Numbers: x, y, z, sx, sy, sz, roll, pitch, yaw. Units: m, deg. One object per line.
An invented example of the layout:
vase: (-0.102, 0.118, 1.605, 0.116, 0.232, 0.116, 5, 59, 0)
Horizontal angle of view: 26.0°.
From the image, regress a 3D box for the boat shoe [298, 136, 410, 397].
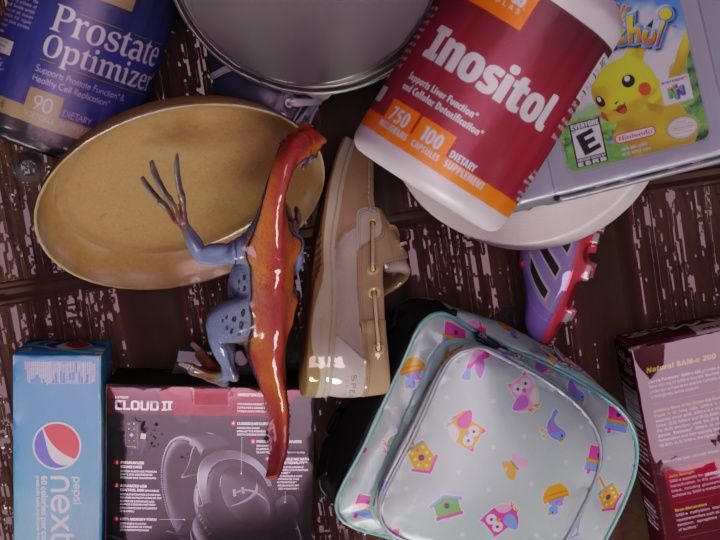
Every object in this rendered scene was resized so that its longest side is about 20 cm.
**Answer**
boat shoe: (0.000, 0.000, 1.078, 0.069, 0.074, 0.201, 9, 61, -6)

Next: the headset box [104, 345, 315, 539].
headset box: (-0.107, 0.154, 1.118, 0.148, 0.077, 0.201, 0, 95, -3)

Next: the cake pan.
cake pan: (-0.032, -0.208, 0.998, 0.199, 0.037, 0.201, 1, 108, 3)

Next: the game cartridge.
game cartridge: (0.174, -0.124, 1.027, 0.199, 0.040, 0.134, -14, 76, 16)

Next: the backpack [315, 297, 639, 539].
backpack: (0.093, 0.130, 1.086, 0.199, 0.153, 0.177, 25, 90, -19)

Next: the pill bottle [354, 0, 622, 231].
pill bottle: (0.091, -0.135, 0.978, 0.113, 0.113, 0.201, 31, 95, -5)

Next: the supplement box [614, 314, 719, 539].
supplement box: (0.259, 0.138, 1.141, 0.108, 0.061, 0.201, -11, 97, -2)

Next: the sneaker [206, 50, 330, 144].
sneaker: (-0.015, -0.140, 1.081, 0.199, 0.070, 0.109, 3, 95, 18)

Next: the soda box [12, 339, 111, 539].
soda box: (-0.212, 0.153, 1.117, 0.064, 0.068, 0.201, 1, 96, -3)

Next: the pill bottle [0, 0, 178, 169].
pill bottle: (-0.183, -0.177, 1.063, 0.111, 0.112, 0.201, 19, 95, -4)

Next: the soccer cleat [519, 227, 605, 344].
soccer cleat: (0.141, -0.049, 1.120, 0.076, 0.067, 0.201, 16, 94, 11)

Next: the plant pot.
plant pot: (-0.124, -0.055, 1.060, 0.199, 0.200, 0.028, -19, 58, -1)

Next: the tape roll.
tape roll: (0.116, -0.115, 1.082, 0.202, 0.037, 0.204, -2, 83, 19)

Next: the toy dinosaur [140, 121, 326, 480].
toy dinosaur: (-0.051, 0.000, 1.017, 0.105, 0.182, 0.200, -25, 71, -37)
